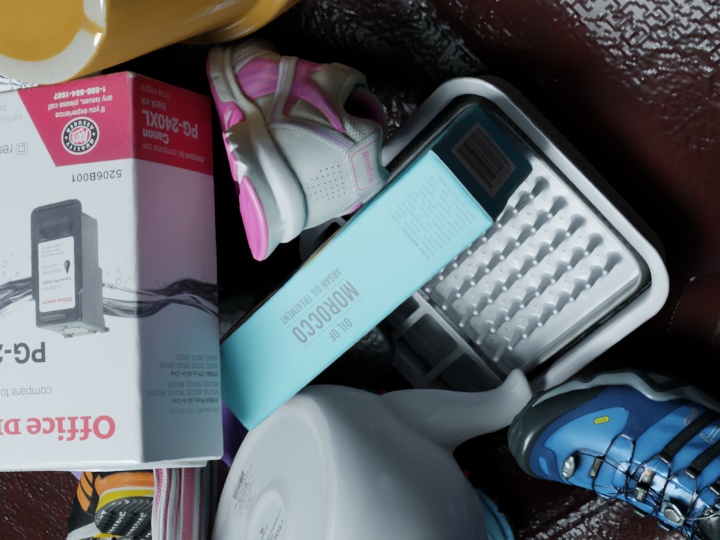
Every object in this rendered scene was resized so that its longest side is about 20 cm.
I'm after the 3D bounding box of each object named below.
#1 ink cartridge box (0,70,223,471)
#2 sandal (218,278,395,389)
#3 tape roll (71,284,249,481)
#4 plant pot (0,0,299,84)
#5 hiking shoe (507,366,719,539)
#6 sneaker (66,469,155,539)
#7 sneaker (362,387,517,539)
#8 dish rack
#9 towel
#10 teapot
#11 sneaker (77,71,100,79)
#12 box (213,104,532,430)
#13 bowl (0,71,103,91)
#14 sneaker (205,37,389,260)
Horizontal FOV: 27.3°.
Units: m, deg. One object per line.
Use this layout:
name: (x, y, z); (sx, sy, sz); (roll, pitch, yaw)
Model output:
ink cartridge box: (-0.157, 0.008, 0.800); (0.143, 0.083, 0.203); (-5, 84, 24)
sandal: (-0.070, 0.035, 0.921); (0.198, 0.048, 0.076); (-1, 116, 23)
tape roll: (-0.148, 0.088, 1.059); (0.198, 0.066, 0.202); (17, 128, 23)
plant pot: (-0.129, -0.192, 0.766); (0.198, 0.183, 0.202); (18, 129, 23)
hiking shoe: (0.178, 0.109, 0.799); (0.197, 0.087, 0.075); (7, 125, 0)
sneaker: (-0.160, 0.141, 1.023); (0.069, 0.091, 0.200); (6, 160, -16)
sneaker: (0.007, 0.143, 0.961); (0.199, 0.096, 0.079); (39, 151, 4)
dish rack: (0.072, -0.011, 0.857); (0.172, 0.044, 0.200); (46, 134, -1)
towel: (-0.092, 0.198, 0.950); (0.030, 0.148, 0.201); (-10, 144, 14)
teapot: (0.006, 0.171, 0.861); (0.145, 0.200, 0.200); (16, 148, -26)
sneaker: (-0.221, -0.179, 0.910); (0.202, 0.075, 0.105); (62, 148, 12)
box: (0.000, 0.000, 0.801); (0.049, 0.082, 0.200); (47, 121, -3)
bowl: (-0.183, -0.038, 0.952); (0.199, 0.094, 0.204); (-17, 66, 43)
sneaker: (-0.031, -0.075, 0.809); (0.087, 0.201, 0.082); (-14, 121, -4)
